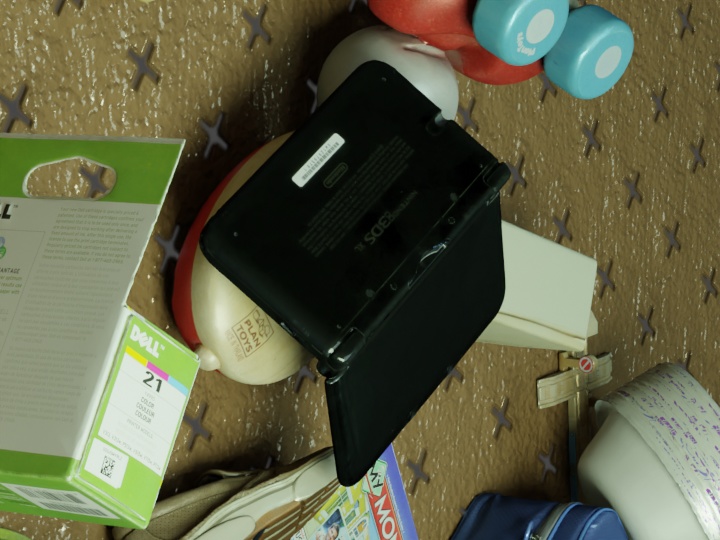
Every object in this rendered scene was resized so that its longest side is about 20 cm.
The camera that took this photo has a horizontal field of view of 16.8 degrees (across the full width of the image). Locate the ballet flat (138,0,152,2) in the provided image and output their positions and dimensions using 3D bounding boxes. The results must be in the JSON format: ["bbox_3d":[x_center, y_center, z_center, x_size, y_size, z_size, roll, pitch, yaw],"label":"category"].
[{"bbox_3d":[-0.111,-0.259,1.468,0.063,0.069,0.200,31,66,-37],"label":"ballet flat"}]

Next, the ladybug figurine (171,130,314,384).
[{"bbox_3d":[-0.059,-0.010,1.554,0.200,0.072,0.136,-52,132,-39],"label":"ladybug figurine"}]

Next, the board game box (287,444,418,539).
[{"bbox_3d":[-0.002,0.228,1.694,0.135,0.029,0.200,-43,126,-44],"label":"board game box"}]

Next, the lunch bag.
[{"bbox_3d":[0.146,0.259,1.818,0.136,0.132,0.200,-57,136,-35],"label":"lunch bag"}]

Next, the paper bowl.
[{"bbox_3d":[0.241,0.179,1.865,0.104,0.201,0.201,-29,124,-8],"label":"paper bowl"}]

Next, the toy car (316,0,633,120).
[{"bbox_3d":[0.042,-0.135,1.647,0.177,0.184,0.200,18,107,-55],"label":"toy car"}]

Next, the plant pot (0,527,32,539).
[{"bbox_3d":[-0.153,0.248,1.344,0.200,0.184,0.200,-5,97,-54],"label":"plant pot"}]

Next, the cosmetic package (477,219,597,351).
[{"bbox_3d":[0.073,0.003,1.718,0.200,0.104,0.073,18,79,-53],"label":"cosmetic package"}]

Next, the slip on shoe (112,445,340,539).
[{"bbox_3d":[-0.078,0.149,1.548,0.200,0.061,0.076,-31,161,-45],"label":"slip on shoe"}]

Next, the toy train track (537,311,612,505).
[{"bbox_3d":[0.185,0.130,1.950,0.115,0.033,0.200,-17,108,-53],"label":"toy train track"}]

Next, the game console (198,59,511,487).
[{"bbox_3d":[0.000,0.000,1.537,0.176,0.116,0.200,41,54,0],"label":"game console"}]

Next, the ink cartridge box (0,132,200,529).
[{"bbox_3d":[-0.162,0.029,1.343,0.076,0.148,0.200,41,60,-49],"label":"ink cartridge box"}]
